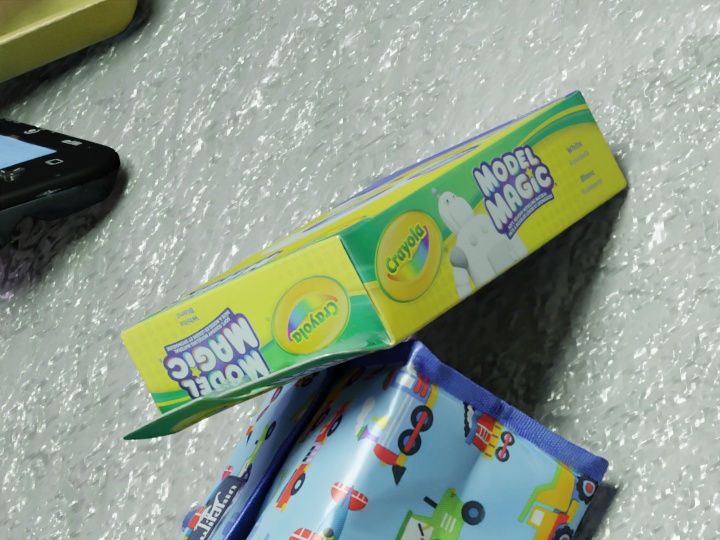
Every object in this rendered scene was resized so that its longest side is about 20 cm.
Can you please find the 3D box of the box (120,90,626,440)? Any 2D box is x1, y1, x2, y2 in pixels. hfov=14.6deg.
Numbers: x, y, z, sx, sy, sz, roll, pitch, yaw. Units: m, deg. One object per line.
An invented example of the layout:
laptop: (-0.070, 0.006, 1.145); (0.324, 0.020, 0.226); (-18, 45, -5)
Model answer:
box: (0.000, 0.000, 1.035); (0.117, 0.048, 0.200); (-23, 8, 38)

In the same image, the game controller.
game controller: (-0.199, -0.050, 1.399); (0.104, 0.042, 0.200); (-29, 23, -24)

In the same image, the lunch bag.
lunch bag: (-0.019, 0.107, 1.048); (0.151, 0.094, 0.200); (-61, 21, -10)

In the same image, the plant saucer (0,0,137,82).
plant saucer: (-0.192, -0.164, 1.492); (0.200, 0.048, 0.200); (-20, 43, 19)
